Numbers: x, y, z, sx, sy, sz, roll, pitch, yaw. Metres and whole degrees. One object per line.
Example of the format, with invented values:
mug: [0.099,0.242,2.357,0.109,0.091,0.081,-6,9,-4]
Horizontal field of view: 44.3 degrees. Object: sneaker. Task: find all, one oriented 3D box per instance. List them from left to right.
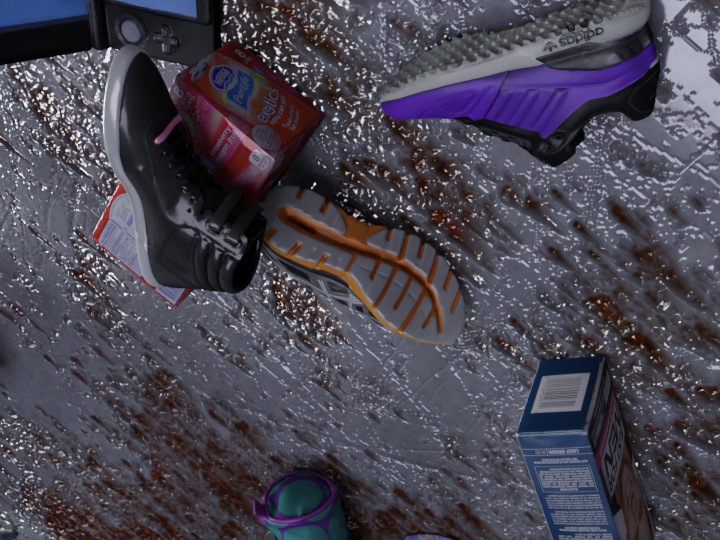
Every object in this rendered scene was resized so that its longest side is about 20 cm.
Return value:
sneaker: [-0.119,-0.065,0.639,0.098,0.071,0.201,11,130,17]
sneaker: [0.000,0.000,0.748,0.199,0.079,0.077,33,158,-2]
sneaker: [0.108,-0.114,0.611,0.199,0.070,0.100,-8,119,31]

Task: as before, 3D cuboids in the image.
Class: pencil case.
pencil case: [-0.051,0.316,0.963,0.092,0.085,0.202,-13,118,-5]

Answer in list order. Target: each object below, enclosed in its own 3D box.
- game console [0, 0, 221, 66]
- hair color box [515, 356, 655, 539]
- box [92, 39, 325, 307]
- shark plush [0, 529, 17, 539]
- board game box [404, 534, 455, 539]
game console: [-0.206,-0.244,0.656,0.175,0.117,0.201,17,127,17]
hair color box: [0.194,0.183,0.742,0.060,0.100,0.201,-8,117,29]
box: [-0.130,-0.077,0.739,0.099,0.096,0.200,39,129,-2]
shark plush: [-0.559,0.397,1.228,0.090,0.084,0.200,10,168,11]
board game box: [0.071,0.378,0.904,0.157,0.039,0.201,32,104,28]
